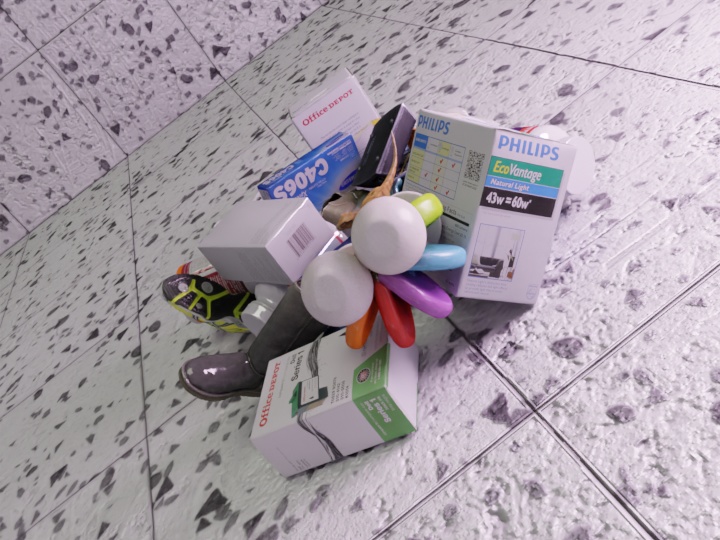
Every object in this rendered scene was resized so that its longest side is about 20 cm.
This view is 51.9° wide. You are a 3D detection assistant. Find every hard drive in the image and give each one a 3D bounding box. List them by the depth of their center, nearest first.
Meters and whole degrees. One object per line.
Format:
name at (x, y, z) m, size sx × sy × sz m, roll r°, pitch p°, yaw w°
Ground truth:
hard drive at (0.039, -0.205, 1.267) m, size 0.200 × 0.042 × 0.136 m, roll -176°, pitch 107°, yaw -78°

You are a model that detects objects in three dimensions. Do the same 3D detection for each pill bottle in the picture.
pill bottle at (0.230, -0.149, 1.060) m, size 0.113 × 0.113 × 0.199 m, roll -49°, pitch 30°, yaw -22°
pill bottle at (-0.099, 0.022, 1.187) m, size 0.108 × 0.109 × 0.201 m, roll 2°, pitch 47°, yaw 50°
pill bottle at (-0.222, 0.010, 1.304) m, size 0.198 × 0.110 × 0.110 m, roll -22°, pitch 31°, yaw 12°

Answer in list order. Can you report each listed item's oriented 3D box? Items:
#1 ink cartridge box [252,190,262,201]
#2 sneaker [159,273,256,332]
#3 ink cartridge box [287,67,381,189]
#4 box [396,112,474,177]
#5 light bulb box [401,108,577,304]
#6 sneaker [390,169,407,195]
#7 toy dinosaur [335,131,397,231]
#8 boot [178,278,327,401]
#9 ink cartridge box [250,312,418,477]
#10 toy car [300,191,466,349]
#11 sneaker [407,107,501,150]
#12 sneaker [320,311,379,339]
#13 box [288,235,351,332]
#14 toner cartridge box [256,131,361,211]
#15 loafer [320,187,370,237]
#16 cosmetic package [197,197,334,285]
ink cartridge box at (-0.165, -0.075, 1.405) m, size 0.114 × 0.067 × 0.201 m, roll 9°, pitch 45°, yaw 14°
sneaker at (-0.243, 0.066, 1.218) m, size 0.076 × 0.199 × 0.076 m, roll -34°, pitch 45°, yaw 39°
ink cartridge box at (-0.026, -0.266, 1.435) m, size 0.145 × 0.201 × 0.083 m, roll -33°, pitch 28°, yaw 7°
box at (0.118, -0.187, 1.315) m, size 0.160 × 0.049 × 0.201 m, roll -16°, pitch 36°, yaw 37°
light bulb box at (0.147, -0.086, 0.946) m, size 0.198 × 0.123 × 0.202 m, roll 37°, pitch 118°, yaw 60°
sneaker at (0.063, -0.122, 1.192) m, size 0.199 × 0.078 × 0.086 m, roll -38°, pitch -15°, yaw 29°
toy dinosaur at (0.030, -0.107, 1.115) m, size 0.060 × 0.107 × 0.201 m, roll 19°, pitch 47°, yaw 15°
boot at (-0.131, 0.094, 1.013) m, size 0.200 × 0.181 × 0.073 m, roll -47°, pitch 58°, yaw 31°
ink cartridge box at (-0.030, 0.155, 0.935) m, size 0.198 × 0.085 × 0.147 m, roll -25°, pitch 30°, yaw 21°
toy car at (0.037, 0.008, 0.852) m, size 0.200 × 0.150 × 0.175 m, roll -45°, pitch -5°, yaw 15°
sneaker at (0.165, -0.241, 1.228) m, size 0.199 × 0.076 × 0.092 m, roll 12°, pitch 49°, yaw 48°
sneaker at (0.009, 0.043, 1.061) m, size 0.200 × 0.082 × 0.074 m, roll -43°, pitch 31°, yaw -8°
box at (0.000, 0.000, 1.095) m, size 0.199 × 0.121 × 0.032 m, roll -38°, pitch 52°, yaw -4°
toner cartridge box at (-0.084, -0.163, 1.353) m, size 0.199 × 0.096 × 0.043 m, roll -38°, pitch 31°, yaw -22°
loafer at (-0.028, -0.114, 1.294) m, size 0.076 × 0.069 × 0.200 m, roll -61°, pitch 4°, yaw 13°
cosmetic package at (-0.151, -0.046, 1.148) m, size 0.199 × 0.081 × 0.113 m, roll 3°, pitch 48°, yaw 50°
